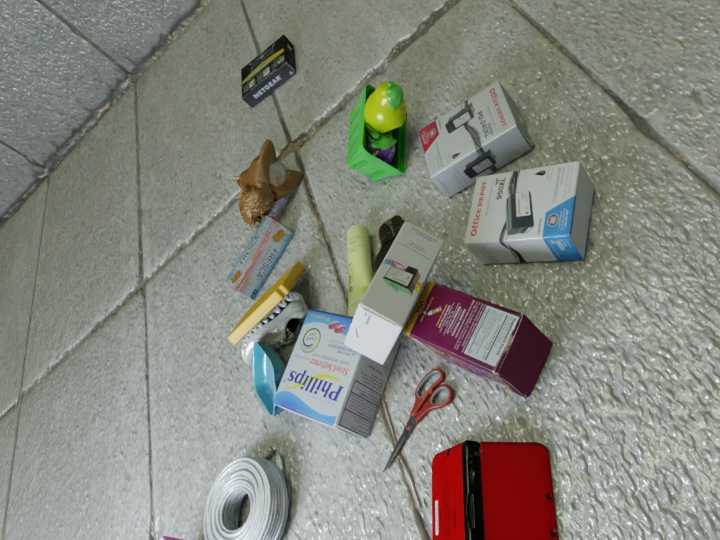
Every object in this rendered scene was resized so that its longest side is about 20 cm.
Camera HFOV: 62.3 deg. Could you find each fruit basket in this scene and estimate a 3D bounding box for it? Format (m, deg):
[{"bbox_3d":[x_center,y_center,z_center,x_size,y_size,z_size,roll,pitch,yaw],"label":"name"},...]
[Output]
[{"bbox_3d":[0.057,-0.335,1.355,0.214,0.154,0.220,-34,43,40],"label":"fruit basket"}]

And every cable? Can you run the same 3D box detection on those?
[{"bbox_3d":[-0.225,0.471,1.166,0.199,0.069,0.202,-42,45,13],"label":"cable"}]

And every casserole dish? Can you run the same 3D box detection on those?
[{"bbox_3d":[-0.191,0.226,1.261,0.199,0.038,0.124,-153,63,-62],"label":"casserole dish"}]

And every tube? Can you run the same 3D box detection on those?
[{"bbox_3d":[0.000,0.000,1.280,0.058,0.051,0.204,117,153,-58],"label":"tube"}]

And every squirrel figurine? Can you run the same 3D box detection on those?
[{"bbox_3d":[-0.282,-0.225,1.604,0.184,0.141,0.204,0,62,48],"label":"squirrel figurine"}]

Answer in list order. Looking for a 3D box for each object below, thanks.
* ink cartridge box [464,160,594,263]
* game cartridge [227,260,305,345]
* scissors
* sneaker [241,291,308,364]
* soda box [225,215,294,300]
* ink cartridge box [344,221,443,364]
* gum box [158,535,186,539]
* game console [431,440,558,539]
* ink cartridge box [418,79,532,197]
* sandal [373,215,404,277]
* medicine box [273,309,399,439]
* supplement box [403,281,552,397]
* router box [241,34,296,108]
[{"bbox_3d":[0.295,-0.097,1.054,0.197,0.084,0.148,-3,62,40],"label":"ink cartridge box"},{"bbox_3d":[-0.207,0.070,1.345,0.176,0.032,0.200,-43,9,15],"label":"game cartridge"},{"bbox_3d":[0.091,0.265,1.063,0.201,0.014,0.073,-50,46,7],"label":"scissors"},{"bbox_3d":[-0.192,0.143,1.345,0.200,0.075,0.081,-48,52,7],"label":"sneaker"},{"bbox_3d":[-0.254,-0.033,1.505,0.063,0.068,0.202,27,83,47],"label":"soda box"},{"bbox_3d":[0.059,0.041,1.045,0.083,0.146,0.202,27,55,5],"label":"ink cartridge box"},{"bbox_3d":[-0.322,0.599,1.139,0.199,0.113,0.067,29,84,46],"label":"gum box"},{"bbox_3d":[0.195,0.373,0.899,0.173,0.116,0.204,131,148,-53],"label":"game console"},{"bbox_3d":[0.231,-0.268,1.216,0.198,0.083,0.148,-29,48,24],"label":"ink cartridge box"},{"bbox_3d":[0.071,-0.034,1.239,0.080,0.055,0.202,-24,36,20],"label":"sandal"},{"bbox_3d":[-0.046,0.197,1.157,0.180,0.103,0.204,6,68,43],"label":"medicine box"},{"bbox_3d":[0.191,0.110,0.983,0.198,0.130,0.105,21,78,45],"label":"supplement box"},{"bbox_3d":[-0.302,-0.648,1.938,0.198,0.052,0.160,-29,49,25],"label":"router box"}]
